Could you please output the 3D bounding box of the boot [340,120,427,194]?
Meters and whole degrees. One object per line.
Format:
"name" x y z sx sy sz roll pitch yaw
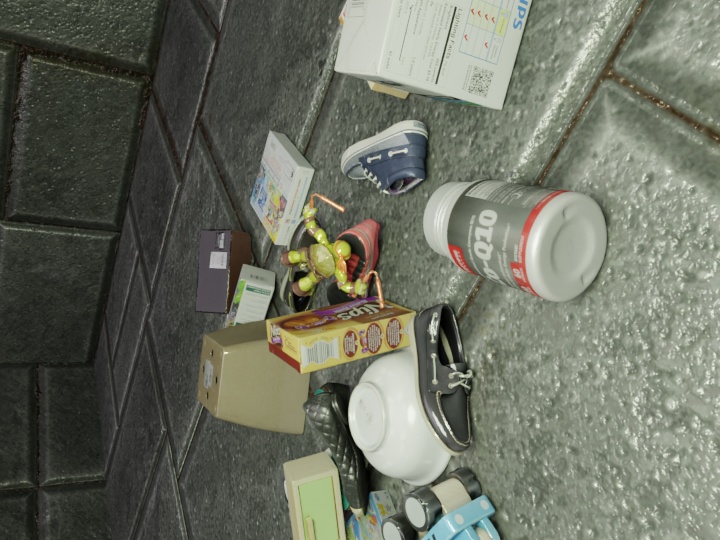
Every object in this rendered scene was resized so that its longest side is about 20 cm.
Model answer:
"boot" 0.030 -0.161 0.968 0.199 0.072 0.092 -20 64 55

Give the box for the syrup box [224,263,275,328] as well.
"syrup box" -0.257 0.097 1.375 0.082 0.078 0.202 -103 31 -63

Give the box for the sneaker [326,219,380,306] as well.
"sneaker" 0.000 0.000 1.016 0.073 0.087 0.202 29 136 16

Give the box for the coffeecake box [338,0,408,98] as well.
"coffeecake box" 0.051 -0.406 0.969 0.154 0.072 0.202 -54 44 40

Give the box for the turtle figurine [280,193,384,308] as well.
"turtle figurine" -0.056 -0.007 0.940 0.161 0.064 0.201 -25 101 50

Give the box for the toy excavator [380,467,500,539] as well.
"toy excavator" 0.142 0.339 0.722 0.201 0.099 0.196 54 133 30

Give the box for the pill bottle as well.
"pill bottle" 0.166 -0.043 0.695 0.199 0.113 0.116 23 105 57

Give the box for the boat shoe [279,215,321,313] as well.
"boat shoe" -0.107 -0.009 1.180 0.061 0.071 0.204 46 131 45

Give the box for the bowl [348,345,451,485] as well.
"bowl" 0.044 0.211 0.884 0.200 0.089 0.205 -12 76 56

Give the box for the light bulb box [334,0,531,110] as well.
"light bulb box" 0.096 -0.326 0.766 0.125 0.198 0.201 35 115 56

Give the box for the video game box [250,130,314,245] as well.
"video game box" -0.177 -0.183 1.336 0.200 0.046 0.184 53 128 48

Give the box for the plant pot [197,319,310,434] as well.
"plant pot" -0.225 0.212 1.238 0.199 0.175 0.203 12 96 57

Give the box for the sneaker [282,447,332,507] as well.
"sneaker" -0.090 0.372 1.086 0.129 0.079 0.202 38 128 44

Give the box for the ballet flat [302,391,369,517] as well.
"ballet flat" -0.030 0.276 0.911 0.066 0.056 0.203 -54 -53 -78

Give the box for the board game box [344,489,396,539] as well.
"board game box" 0.035 0.461 0.916 0.135 0.034 0.201 -59 40 35

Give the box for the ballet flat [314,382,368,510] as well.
"ballet flat" -0.019 0.280 0.988 0.068 0.068 0.203 -24 75 54

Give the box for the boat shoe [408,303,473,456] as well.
"boat shoe" 0.113 0.137 0.798 0.063 0.072 0.202 -37 51 38

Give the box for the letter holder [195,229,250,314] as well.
"letter holder" -0.324 0.007 1.516 0.099 0.142 0.203 1 86 26

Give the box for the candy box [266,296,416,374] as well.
"candy box" -0.027 0.092 0.905 0.116 0.198 0.057 17 115 57

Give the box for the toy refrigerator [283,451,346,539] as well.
"toy refrigerator" -0.067 0.402 0.958 0.070 0.075 0.203 -154 57 -67
